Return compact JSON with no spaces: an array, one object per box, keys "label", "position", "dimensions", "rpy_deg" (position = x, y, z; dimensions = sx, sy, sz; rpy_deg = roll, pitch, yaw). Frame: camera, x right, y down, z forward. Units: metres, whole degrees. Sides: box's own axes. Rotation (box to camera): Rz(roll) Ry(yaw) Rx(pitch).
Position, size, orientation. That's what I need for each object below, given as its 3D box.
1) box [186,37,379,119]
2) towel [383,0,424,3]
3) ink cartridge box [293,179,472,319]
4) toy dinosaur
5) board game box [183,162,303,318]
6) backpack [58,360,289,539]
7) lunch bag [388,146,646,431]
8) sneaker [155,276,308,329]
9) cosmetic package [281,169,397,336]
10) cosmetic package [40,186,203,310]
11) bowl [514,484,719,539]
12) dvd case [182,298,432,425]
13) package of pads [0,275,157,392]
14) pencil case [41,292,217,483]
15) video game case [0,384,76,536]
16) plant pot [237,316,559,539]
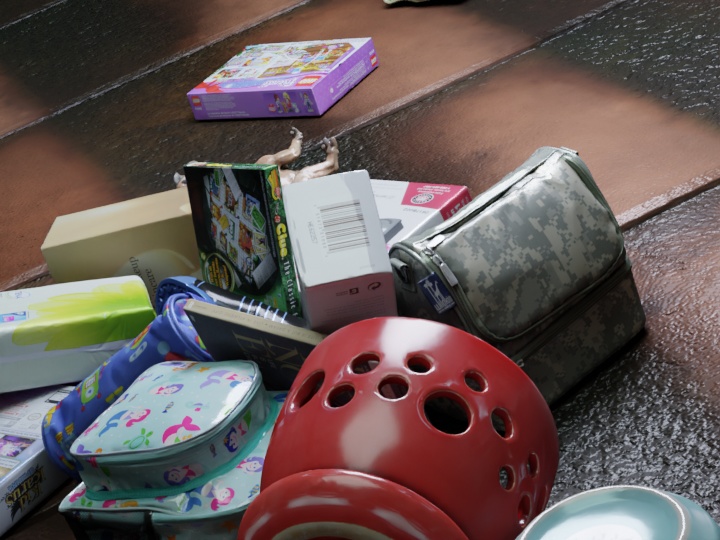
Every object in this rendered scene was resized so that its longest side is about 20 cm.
[{"label":"box","position":[-0.095,-0.233,2.402],"dimensions":[0.199,0.039,0.137],"rpy_deg":[2,32,37]},{"label":"towel","position":[0.131,-0.403,2.587],"dimensions":[0.148,0.037,0.200],"rpy_deg":[5,35,43]},{"label":"ink cartridge box","position":[0.000,0.000,1.816],"dimensions":[0.147,0.086,0.200],"rpy_deg":[7,34,43]},{"label":"toy dinosaur","position":[-0.079,-0.070,2.026],"dimensions":[0.199,0.086,0.136],"rpy_deg":[18,52,28]},{"label":"board game box","position":[-0.099,0.004,1.744],"dimensions":[0.104,0.201,0.023],"rpy_deg":[5,20,39]},{"label":"backpack","position":[-0.113,0.158,1.520],"dimensions":[0.199,0.151,0.178],"rpy_deg":[4,32,31]},{"label":"lunch bag","position":[0.120,0.010,1.611],"dimensions":[0.200,0.169,0.139],"rpy_deg":[-34,29,-28]},{"label":"sneaker","position":[-0.089,0.061,1.696],"dimensions":[0.200,0.071,0.078],"rpy_deg":[34,30,31]},{"label":"cosmetic package","position":[-0.011,0.021,1.547],"dimensions":[0.074,0.200,0.102],"rpy_deg":[-11,56,-3]},{"label":"cosmetic package","position":[-0.206,-0.016,1.975],"dimensions":[0.199,0.106,0.071],"rpy_deg":[-14,26,15]},{"label":"bowl","position":[0.165,0.211,1.253],"dimensions":[0.199,0.106,0.201],"rpy_deg":[-15,25,7]},{"label":"dvd case","position":[-0.034,0.093,1.543],"dimensions":[0.199,0.149,0.016],"rpy_deg":[13,56,33]},{"label":"package of pads","position":[-0.291,0.060,1.854],"dimensions":[0.199,0.069,0.155],"rpy_deg":[-7,13,-8]},{"label":"pencil case","position":[-0.185,0.096,1.663],"dimensions":[0.200,0.078,0.087],"rpy_deg":[-42,38,28]},{"label":"video game case","position":[-0.341,0.166,1.772],"dimensions":[0.199,0.046,0.181],"rpy_deg":[4,32,41]},{"label":"plant pot","position":[0.021,0.160,1.348],"dimensions":[0.199,0.201,0.183],"rpy_deg":[-6,31,26]}]
